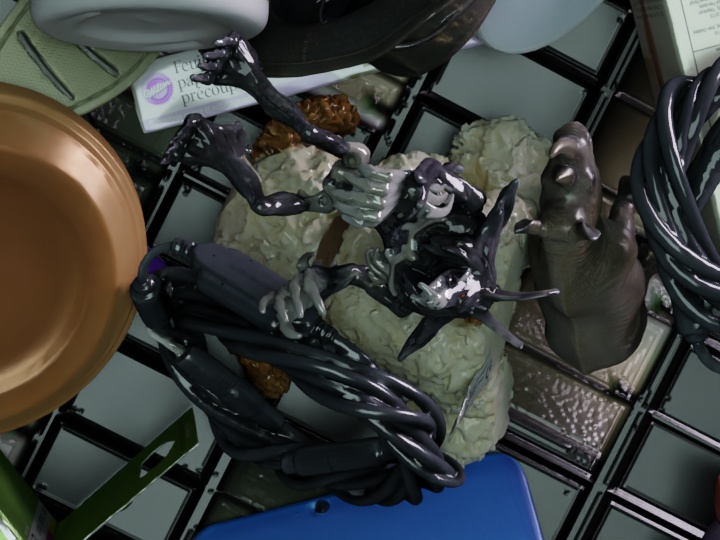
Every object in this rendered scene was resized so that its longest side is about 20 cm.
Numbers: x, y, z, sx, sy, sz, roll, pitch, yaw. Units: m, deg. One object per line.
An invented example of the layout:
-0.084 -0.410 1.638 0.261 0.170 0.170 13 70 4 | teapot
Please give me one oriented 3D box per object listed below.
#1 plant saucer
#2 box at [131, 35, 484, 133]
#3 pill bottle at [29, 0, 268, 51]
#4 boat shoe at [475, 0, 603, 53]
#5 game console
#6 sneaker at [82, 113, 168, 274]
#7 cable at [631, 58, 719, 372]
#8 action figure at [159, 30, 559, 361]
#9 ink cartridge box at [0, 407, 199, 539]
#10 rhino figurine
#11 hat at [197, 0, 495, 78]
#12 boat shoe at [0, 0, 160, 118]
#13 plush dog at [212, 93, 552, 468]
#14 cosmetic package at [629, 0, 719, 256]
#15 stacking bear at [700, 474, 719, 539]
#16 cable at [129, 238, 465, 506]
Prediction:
-0.204 0.002 1.277 0.199 0.037 0.202 -7 117 -14 | plant saucer
-0.029 -0.119 1.371 0.199 0.041 0.039 -15 95 -4 | box
-0.104 -0.218 1.241 0.119 0.120 0.202 0 83 -5 | pill bottle
0.114 -0.214 1.357 0.074 0.086 0.203 26 99 -24 | boat shoe
0.018 0.223 1.414 0.199 0.119 0.172 -14 127 -3 | game console
-0.166 -0.067 1.351 0.200 0.070 0.100 40 76 -12 | sneaker
0.237 -0.044 1.302 0.199 0.051 0.164 -23 88 -11 | cable
-0.005 -0.022 1.203 0.199 0.102 0.119 36 123 8 | action figure
-0.185 0.119 1.324 0.200 0.148 0.076 -39 96 -1 | ink cartridge box
0.119 -0.013 1.317 0.059 0.200 0.088 12 67 19 | rhino figurine
0.014 -0.151 1.302 0.200 0.201 0.081 -42 129 0 | hat
-0.129 -0.145 1.324 0.075 0.068 0.200 45 73 -9 | boat shoe
0.000 0.000 1.343 0.171 0.160 0.202 15 94 18 | plush dog
0.218 -0.093 1.370 0.103 0.087 0.202 -13 95 -5 | cosmetic package
0.218 0.224 1.390 0.113 0.121 0.201 16 101 -8 | stacking bear
-0.035 0.070 1.299 0.199 0.164 0.051 30 59 16 | cable
